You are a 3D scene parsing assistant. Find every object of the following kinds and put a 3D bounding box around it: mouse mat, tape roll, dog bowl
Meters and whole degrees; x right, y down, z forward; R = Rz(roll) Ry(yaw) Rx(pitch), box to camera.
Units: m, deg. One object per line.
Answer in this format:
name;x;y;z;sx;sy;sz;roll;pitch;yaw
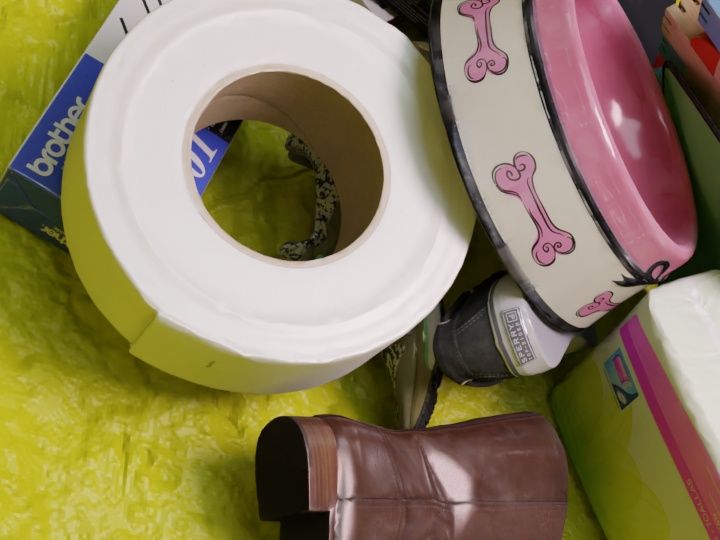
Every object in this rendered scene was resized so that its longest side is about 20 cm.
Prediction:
mouse mat;0.200;-0.001;0.892;0.008;0.200;0.161;-13;41;-4
tape roll;-0.046;-0.041;0.781;0.202;0.071;0.203;6;72;-19
dog bowl;0.115;-0.073;0.829;0.200;0.074;0.200;45;34;-42

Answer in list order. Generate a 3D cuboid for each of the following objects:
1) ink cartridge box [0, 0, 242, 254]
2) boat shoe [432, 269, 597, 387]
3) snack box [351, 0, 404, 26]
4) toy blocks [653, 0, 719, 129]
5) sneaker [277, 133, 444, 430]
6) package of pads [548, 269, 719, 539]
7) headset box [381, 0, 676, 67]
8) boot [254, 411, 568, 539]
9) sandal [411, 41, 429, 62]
ink cartridge box;-0.114;-0.091;0.860;0.094;0.044;0.200;32;52;-10
boat shoe;0.088;0.025;0.876;0.069;0.057;0.200;71;18;1
snack box;0.050;-0.220;1.045;0.200;0.024;0.072;-34;87;-40
toy blocks;0.220;-0.102;0.876;0.100;0.200;0.137;-27;71;-6
sneaker;0.000;0.000;0.879;0.089;0.077;0.200;-9;72;3
package of pads;0.187;0.122;0.853;0.068;0.155;0.200;-14;69;-21
headset box;0.122;-0.219;1.017;0.174;0.093;0.200;37;55;-23
boot;0.038;0.163;0.803;0.200;0.064;0.187;8;80;-43
sandal;0.101;-0.095;0.968;0.200;0.080;0.054;25;72;-25
